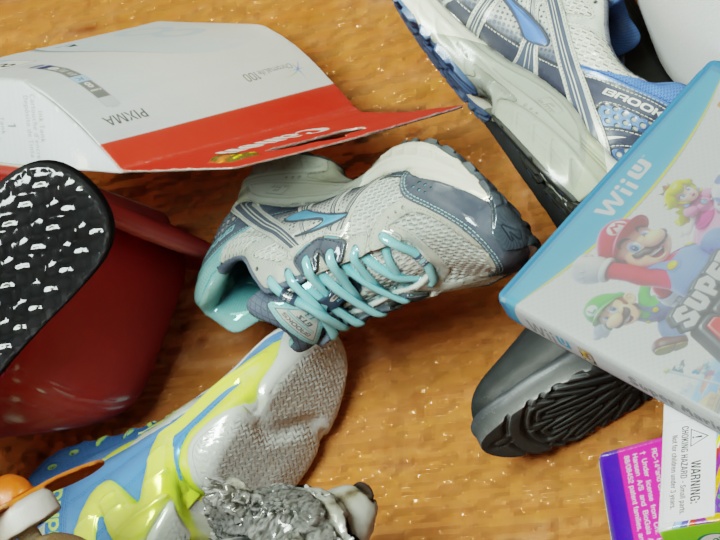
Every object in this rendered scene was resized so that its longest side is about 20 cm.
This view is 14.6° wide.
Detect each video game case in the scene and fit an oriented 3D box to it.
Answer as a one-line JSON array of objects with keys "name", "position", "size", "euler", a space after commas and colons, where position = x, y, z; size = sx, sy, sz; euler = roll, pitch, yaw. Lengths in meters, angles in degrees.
[{"name": "video game case", "position": [0.168, 0.001, 1.107], "size": [0.143, 0.018, 0.200], "euler": [-47, 45, -14]}]

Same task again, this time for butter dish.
[{"name": "butter dish", "position": [-0.181, 0.029, 1.304], "size": [0.199, 0.199, 0.149], "euler": [7, 83, 23]}]

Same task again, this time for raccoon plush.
[{"name": "raccoon plush", "position": [-0.046, 0.182, 1.207], "size": [0.096, 0.134, 0.201], "euler": [17, 77, 28]}]

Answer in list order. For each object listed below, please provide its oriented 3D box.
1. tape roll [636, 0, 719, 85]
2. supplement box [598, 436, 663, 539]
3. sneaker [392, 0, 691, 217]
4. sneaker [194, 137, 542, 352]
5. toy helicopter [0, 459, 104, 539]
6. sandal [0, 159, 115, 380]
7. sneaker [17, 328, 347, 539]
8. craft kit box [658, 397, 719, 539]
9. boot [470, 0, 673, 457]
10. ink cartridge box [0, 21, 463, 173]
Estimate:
[{"name": "tape roll", "position": [0.201, -0.178, 1.211], "size": [0.202, 0.140, 0.203], "euler": [-16, 39, 13]}, {"name": "supplement box", "position": [0.211, 0.110, 1.148], "size": [0.199, 0.101, 0.104], "euler": [-16, 62, 16]}, {"name": "sneaker", "position": [0.079, -0.104, 1.250], "size": [0.085, 0.077, 0.200], "euler": [-39, 61, -1]}, {"name": "sneaker", "position": [0.000, 0.000, 1.237], "size": [0.200, 0.078, 0.086], "euler": [-3, 45, 55]}, {"name": "toy helicopter", "position": [-0.137, 0.128, 1.132], "size": [0.079, 0.200, 0.133], "euler": [-29, 60, 17]}, {"name": "sandal", "position": [-0.181, 0.034, 1.199], "size": [0.200, 0.045, 0.075], "euler": [-43, 95, 4]}, {"name": "sneaker", "position": [-0.097, 0.090, 1.304], "size": [0.105, 0.076, 0.200], "euler": [32, 78, 37]}, {"name": "craft kit box", "position": [0.218, 0.018, 1.107], "size": [0.196, 0.049, 0.201], "euler": [-9, 48, 19]}, {"name": "boot", "position": [0.085, -0.035, 1.281], "size": [0.164, 0.066, 0.201], "euler": [-30, 63, 2]}, {"name": "ink cartridge box", "position": [-0.078, -0.082, 1.293], "size": [0.199, 0.160, 0.048], "euler": [3, 104, 42]}]
